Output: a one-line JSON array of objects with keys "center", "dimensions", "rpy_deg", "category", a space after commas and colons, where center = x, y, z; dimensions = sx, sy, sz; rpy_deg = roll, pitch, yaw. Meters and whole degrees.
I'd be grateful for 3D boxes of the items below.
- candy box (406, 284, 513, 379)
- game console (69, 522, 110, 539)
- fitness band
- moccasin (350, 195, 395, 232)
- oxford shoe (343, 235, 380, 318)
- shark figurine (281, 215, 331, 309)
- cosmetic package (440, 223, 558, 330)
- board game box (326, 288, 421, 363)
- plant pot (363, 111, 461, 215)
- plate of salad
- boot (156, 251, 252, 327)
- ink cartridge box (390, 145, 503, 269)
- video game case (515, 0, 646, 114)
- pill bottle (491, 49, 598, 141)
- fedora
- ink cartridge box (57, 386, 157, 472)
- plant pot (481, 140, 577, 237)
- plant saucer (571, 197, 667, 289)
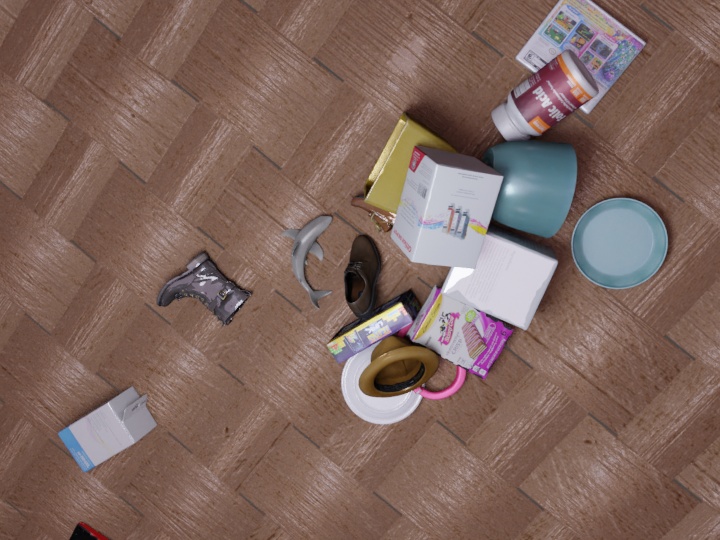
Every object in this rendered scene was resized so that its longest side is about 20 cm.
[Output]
[{"center": [0.225, 0.139, 1.648], "dimensions": [0.200, 0.061, 0.136], "rpy_deg": [28, 94, -13], "category": "candy box"}, {"center": [-0.748, 0.819, 2.030], "dimensions": [0.177, 0.031, 0.200], "rpy_deg": [32, 104, 9], "category": "game console"}, {"center": [0.160, 0.206, 1.707], "dimensions": [0.144, 0.037, 0.200], "rpy_deg": [-31, 92, -1], "category": "fitness band"}, {"center": [0.068, -0.114, 1.668], "dimensions": [0.201, 0.074, 0.078], "rpy_deg": [25, 100, 3], "category": "moccasin"}, {"center": [0.000, 0.000, 1.660], "dimensions": [0.073, 0.084, 0.200], "rpy_deg": [-12, 60, 21], "category": "oxford shoe"}, {"center": [-0.137, -0.022, 1.719], "dimensions": [0.128, 0.090, 0.215], "rpy_deg": [4, 99, 12], "category": "shark figurine"}, {"center": [0.302, 0.001, 1.592], "dimensions": [0.200, 0.167, 0.166], "rpy_deg": [23, 104, 7], "category": "cosmetic package"}, {"center": [0.035, 0.125, 1.670], "dimensions": [0.200, 0.165, 0.057], "rpy_deg": [-31, 93, 16], "category": "board game box"}, {"center": [0.138, -0.205, 1.580], "dimensions": [0.200, 0.196, 0.194], "rpy_deg": [27, 105, -7], "category": "plant pot"}, {"center": [0.054, 0.265, 1.745], "dimensions": [0.200, 0.048, 0.200], "rpy_deg": [0, 90, -1], "category": "plate of salad"}, {"center": [-0.386, 0.071, 1.793], "dimensions": [0.200, 0.069, 0.174], "rpy_deg": [-42, 90, 13], "category": "boot"}, {"center": [0.165, -0.123, 1.444], "dimensions": [0.145, 0.145, 0.200], "rpy_deg": [7, 112, -19], "category": "ink cartridge box"}, {"center": [0.464, -0.465, 1.547], "dimensions": [0.200, 0.024, 0.182], "rpy_deg": [39, 105, 3], "category": "video game case"}, {"center": [0.381, -0.354, 1.522], "dimensions": [0.200, 0.114, 0.114], "rpy_deg": [-36, 92, 30], "category": "pill bottle"}, {"center": [0.077, 0.206, 1.621], "dimensions": [0.201, 0.201, 0.082], "rpy_deg": [-31, 53, 15], "category": "fedora"}, {"center": [-0.636, 0.400, 1.874], "dimensions": [0.200, 0.129, 0.125], "rpy_deg": [-30, 94, 16], "category": "ink cartridge box"}, {"center": [0.332, -0.179, 1.517], "dimensions": [0.161, 0.201, 0.201], "rpy_deg": [9, 102, -6], "category": "plant pot"}, {"center": [0.563, -0.060, 1.597], "dimensions": [0.200, 0.036, 0.200], "rpy_deg": [2, 101, 12], "category": "plant saucer"}]
